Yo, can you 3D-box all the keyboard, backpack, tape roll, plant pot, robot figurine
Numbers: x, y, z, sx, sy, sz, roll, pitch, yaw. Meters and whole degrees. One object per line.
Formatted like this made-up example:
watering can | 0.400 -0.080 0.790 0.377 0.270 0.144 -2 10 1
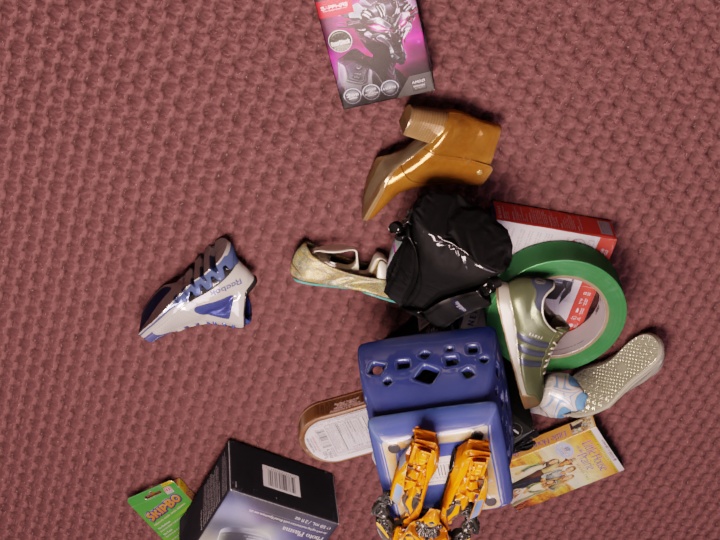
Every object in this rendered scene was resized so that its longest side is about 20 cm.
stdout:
keyboard | 0.199 0.296 1.847 0.199 0.021 0.127 -26 177 -27
backpack | 0.114 -0.012 1.611 0.166 0.127 0.200 37 149 5
tape roll | 0.275 0.053 1.689 0.198 0.048 0.202 -1 127 -1
plant pot | 0.105 0.214 1.601 0.198 0.180 0.201 -8 123 7
robot figurine | 0.092 0.292 1.509 0.144 0.058 0.201 11 122 -4

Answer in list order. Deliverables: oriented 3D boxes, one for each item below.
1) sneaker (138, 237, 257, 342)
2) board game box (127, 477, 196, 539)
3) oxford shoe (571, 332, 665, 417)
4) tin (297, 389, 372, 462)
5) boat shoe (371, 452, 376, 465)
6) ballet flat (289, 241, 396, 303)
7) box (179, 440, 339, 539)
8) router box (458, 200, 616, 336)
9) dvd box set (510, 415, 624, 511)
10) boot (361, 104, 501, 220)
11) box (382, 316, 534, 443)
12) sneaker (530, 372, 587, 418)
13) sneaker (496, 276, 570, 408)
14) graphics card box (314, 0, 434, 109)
sneaker | -0.221 0.054 1.716 0.199 0.081 0.115 -38 117 22
board game box | -0.303 0.427 2.025 0.095 0.030 0.201 -24 126 14
oxford shoe | 0.391 0.165 1.831 0.200 0.076 0.058 -41 154 27
tin | -0.003 0.247 1.895 0.198 0.042 0.112 -17 130 11
boat shoe | 0.118 0.278 1.871 0.198 0.066 0.074 -19 138 -7
ballet flat | 0.000 0.000 1.696 0.198 0.071 0.071 12 126 -10
box | -0.168 0.413 1.945 0.199 0.124 0.199 21 119 -20
router box | 0.250 0.008 1.716 0.178 0.049 0.201 8 126 -8
dvd box set | 0.316 0.318 1.948 0.199 0.030 0.147 -24 134 15
boot | 0.096 -0.129 1.599 0.143 0.071 0.202 14 130 -19
box | 0.142 0.170 1.770 0.124 0.149 0.200 -38 117 23
sneaker | 0.293 0.190 1.774 0.072 0.200 0.072 25 87 3
sneaker | 0.247 0.097 1.639 0.089 0.067 0.202 -13 114 8
graphics card box | 0.014 -0.306 1.474 0.124 0.051 0.201 -11 127 6
